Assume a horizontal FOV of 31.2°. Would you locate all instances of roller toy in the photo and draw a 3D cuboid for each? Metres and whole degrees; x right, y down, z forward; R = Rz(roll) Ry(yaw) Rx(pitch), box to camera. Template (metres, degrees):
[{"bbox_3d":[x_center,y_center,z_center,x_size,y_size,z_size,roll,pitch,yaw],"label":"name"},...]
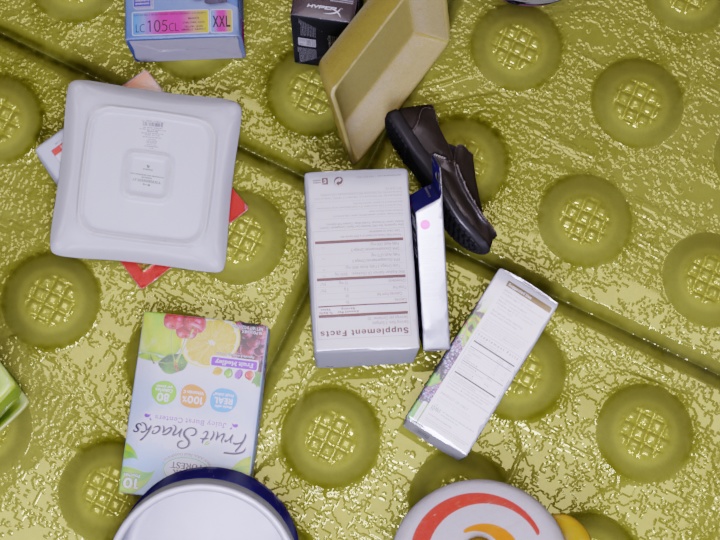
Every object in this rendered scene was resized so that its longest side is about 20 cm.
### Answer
[{"bbox_3d":[0.125,0.317,1.331,0.199,0.140,0.183,18,57,17],"label":"roller toy"}]

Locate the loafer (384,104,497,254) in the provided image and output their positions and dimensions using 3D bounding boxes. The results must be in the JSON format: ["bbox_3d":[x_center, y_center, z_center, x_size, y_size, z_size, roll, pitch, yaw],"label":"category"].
[{"bbox_3d":[0.105,-0.112,1.482,0.071,0.073,0.201,-30,82,-9],"label":"loafer"}]

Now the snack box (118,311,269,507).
[{"bbox_3d":[-0.181,0.154,1.427,0.141,0.053,0.201,7,79,0],"label":"snack box"}]

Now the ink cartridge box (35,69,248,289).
[{"bbox_3d":[-0.252,-0.105,1.482,0.162,0.050,0.200,-37,79,-8],"label":"ink cartridge box"}]

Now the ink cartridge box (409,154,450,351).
[{"bbox_3d":[0.075,-0.021,1.413,0.037,0.095,0.201,-2,104,-1],"label":"ink cartridge box"}]

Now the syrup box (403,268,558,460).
[{"bbox_3d":[0.133,0.105,1.435,0.081,0.079,0.201,31,79,5],"label":"syrup box"}]

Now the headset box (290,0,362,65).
[{"bbox_3d":[-0.029,-0.354,1.491,0.075,0.149,0.201,8,77,1],"label":"headset box"}]

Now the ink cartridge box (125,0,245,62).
[{"bbox_3d":[-0.208,-0.354,1.524,0.136,0.076,0.201,-3,77,-2],"label":"ink cartridge box"}]

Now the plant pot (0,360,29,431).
[{"bbox_3d":[-0.477,0.128,1.358,0.199,0.182,0.200,-43,82,-10],"label":"plant pot"}]

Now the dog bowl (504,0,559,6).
[{"bbox_3d":[0.207,-0.408,1.549,0.199,0.074,0.201,0,78,-1],"label":"dog bowl"}]

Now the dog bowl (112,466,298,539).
[{"bbox_3d":[-0.162,0.311,1.352,0.199,0.079,0.201,0,96,0],"label":"dog bowl"}]

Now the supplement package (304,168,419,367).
[{"bbox_3d":[0.000,0.000,1.433,0.117,0.117,0.201,-3,78,-2],"label":"supplement package"}]

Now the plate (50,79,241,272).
[{"bbox_3d":[-0.241,-0.106,1.457,0.198,0.032,0.201,7,89,-9],"label":"plate"}]

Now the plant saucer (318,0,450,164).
[{"bbox_3d":[0.021,-0.242,1.448,0.048,0.200,0.200,33,78,16],"label":"plant saucer"}]
